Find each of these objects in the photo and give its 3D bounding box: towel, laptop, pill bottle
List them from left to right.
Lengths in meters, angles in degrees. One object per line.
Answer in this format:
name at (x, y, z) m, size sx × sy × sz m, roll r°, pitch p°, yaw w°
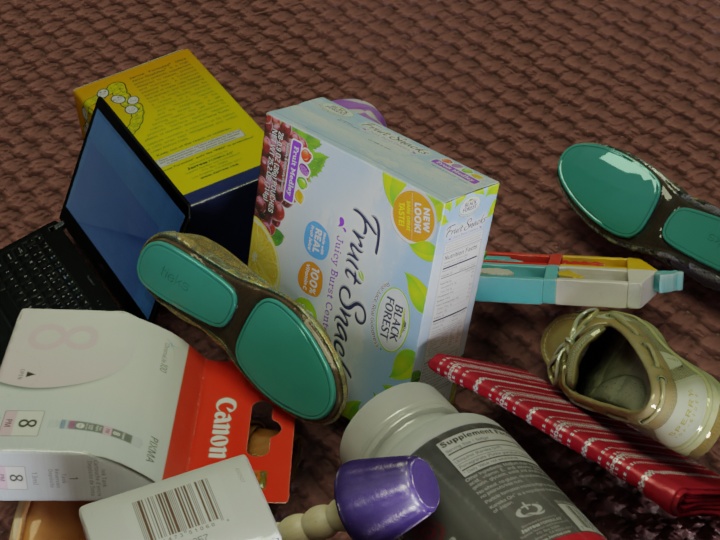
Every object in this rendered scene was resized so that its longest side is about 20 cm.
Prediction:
laptop at (-0.240, -0.011, 1.232) m, size 0.200 × 0.103 × 0.177 m, roll -29°, pitch 46°, yaw -14°
pill bottle at (0.072, 0.162, 1.007) m, size 0.111 × 0.111 × 0.200 m, roll -24°, pitch 45°, yaw -20°
towel at (0.155, 0.112, 1.069) m, size 0.200 × 0.022 × 0.145 m, roll 28°, pitch 7°, yaw 32°

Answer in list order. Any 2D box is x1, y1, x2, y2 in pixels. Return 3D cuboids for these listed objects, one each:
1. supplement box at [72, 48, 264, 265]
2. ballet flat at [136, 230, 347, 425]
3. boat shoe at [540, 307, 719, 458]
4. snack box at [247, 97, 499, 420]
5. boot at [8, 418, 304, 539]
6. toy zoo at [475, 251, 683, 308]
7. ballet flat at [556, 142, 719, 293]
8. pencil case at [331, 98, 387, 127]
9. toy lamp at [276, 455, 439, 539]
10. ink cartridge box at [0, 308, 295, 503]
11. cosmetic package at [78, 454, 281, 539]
supplement box at (-0.143, -0.077, 1.309) m, size 0.109 × 0.109 × 0.200 m, roll -23°, pitch 44°, yaw -20°
ballet flat at (-0.072, 0.035, 1.124) m, size 0.200 × 0.071 × 0.071 m, roll 36°, pitch 55°, yaw 24°
boat shoe at (0.171, 0.067, 1.083) m, size 0.063 × 0.073 × 0.201 m, roll 24°, pitch 9°, yaw -26°
snack box at (0.000, 0.000, 1.136) m, size 0.169 × 0.200 × 0.068 m, roll 30°, pitch 35°, yaw 32°
boot at (-0.137, 0.163, 1.079) m, size 0.155 × 0.077 × 0.200 m, roll 14°, pitch 38°, yaw 14°
toy zoo at (0.143, 0.005, 1.204) m, size 0.200 × 0.020 × 0.131 m, roll 3°, pitch 9°, yaw 8°
ballet flat at (0.241, -0.035, 1.259) m, size 0.072 × 0.072 × 0.200 m, roll -35°, pitch 52°, yaw -29°
pencil case at (-0.008, -0.057, 1.296) m, size 0.085 × 0.084 × 0.200 m, roll -14°, pitch 39°, yaw 5°
toy lamp at (-0.044, 0.160, 0.975) m, size 0.200 × 0.058 × 0.058 m, roll -23°, pitch 36°, yaw 25°
ink cartridge box at (-0.146, 0.089, 1.076) m, size 0.200 × 0.057 × 0.163 m, roll -2°, pitch 32°, yaw 3°
cosmetic package at (-0.093, 0.207, 0.917) m, size 0.102 × 0.200 × 0.074 m, roll -17°, pitch 43°, yaw -12°
